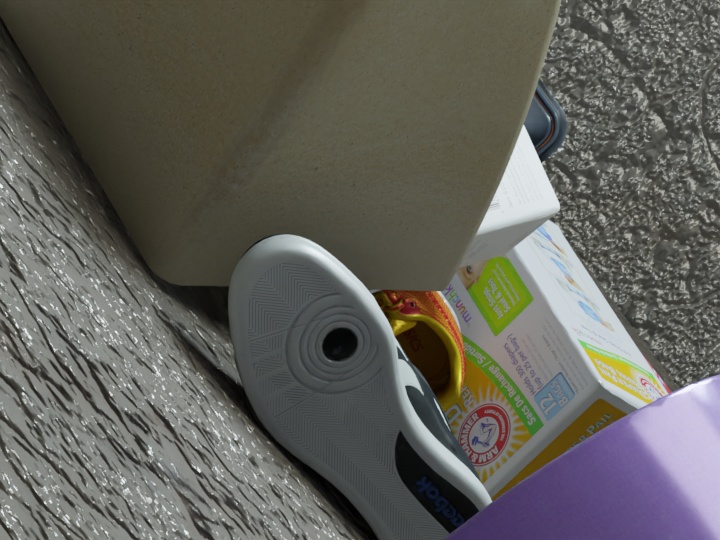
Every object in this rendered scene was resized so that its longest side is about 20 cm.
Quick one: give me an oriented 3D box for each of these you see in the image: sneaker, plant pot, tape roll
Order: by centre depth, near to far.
[{"bbox_3d":[0.079,0.122,1.046,0.066,0.200,0.200,54,8,16],"label":"tape roll"},{"bbox_3d":[-0.013,0.049,1.349,0.200,0.073,0.112,58,1,-29],"label":"sneaker"},{"bbox_3d":[-0.022,-0.124,1.374,0.199,0.177,0.200,2,46,-46],"label":"plant pot"},{"bbox_3d":[0.000,0.000,1.613,0.200,0.073,0.077,47,16,-24],"label":"sneaker"}]

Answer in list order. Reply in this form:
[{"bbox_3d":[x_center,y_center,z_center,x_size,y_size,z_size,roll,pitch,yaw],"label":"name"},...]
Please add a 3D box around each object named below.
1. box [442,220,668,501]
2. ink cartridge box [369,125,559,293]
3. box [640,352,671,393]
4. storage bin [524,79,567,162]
[{"bbox_3d":[0.095,0.055,1.728,0.101,0.113,0.200,29,22,-44],"label":"box"},{"bbox_3d":[-0.002,-0.050,1.549,0.199,0.067,0.118,-15,76,-37],"label":"ink cartridge box"},{"bbox_3d":[0.173,0.108,2.057,0.100,0.095,0.200,52,8,-1],"label":"box"},{"bbox_3d":[0.099,-0.184,2.825,0.200,0.145,0.134,54,18,12],"label":"storage bin"}]
